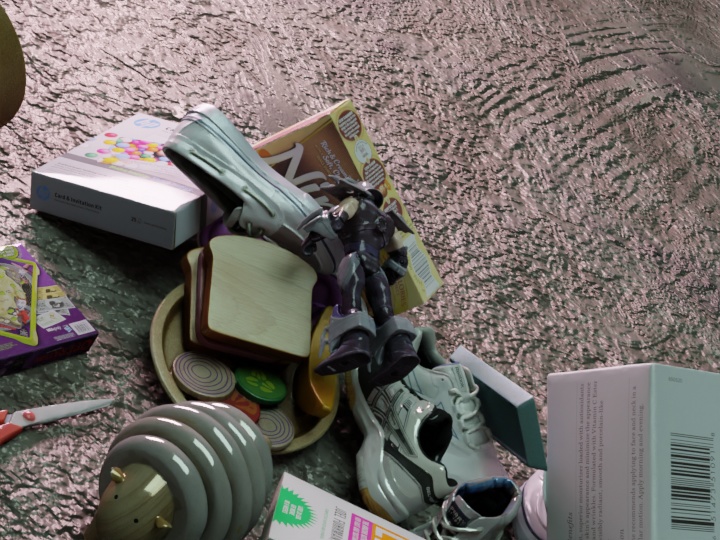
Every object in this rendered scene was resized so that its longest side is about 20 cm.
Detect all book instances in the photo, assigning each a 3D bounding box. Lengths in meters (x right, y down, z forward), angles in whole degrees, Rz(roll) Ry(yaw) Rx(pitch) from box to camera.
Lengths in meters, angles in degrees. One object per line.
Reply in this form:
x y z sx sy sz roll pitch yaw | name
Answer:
0.017 0.236 1.495 0.199 0.048 0.134 26 17 -4 | book

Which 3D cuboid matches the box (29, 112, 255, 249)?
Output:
-0.195 -0.088 1.831 0.155 0.042 0.200 16 25 20 | box

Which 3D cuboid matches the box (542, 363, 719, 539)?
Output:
0.274 0.194 1.713 0.199 0.130 0.201 10 77 -41 | box

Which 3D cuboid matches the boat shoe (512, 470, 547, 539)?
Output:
0.196 0.195 1.792 0.073 0.067 0.200 33 31 2 | boat shoe

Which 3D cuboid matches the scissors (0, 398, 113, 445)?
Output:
-0.278 0.115 1.542 0.073 0.014 0.200 39 33 14 | scissors

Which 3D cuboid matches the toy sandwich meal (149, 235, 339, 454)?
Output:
-0.091 0.065 1.692 0.203 0.070 0.207 19 46 -20 | toy sandwich meal

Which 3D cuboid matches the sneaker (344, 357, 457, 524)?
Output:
0.041 0.135 1.711 0.076 0.087 0.201 54 19 -45 | sneaker

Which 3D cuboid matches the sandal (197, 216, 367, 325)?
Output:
-0.083 0.012 1.801 0.202 0.083 0.050 33 9 25 | sandal

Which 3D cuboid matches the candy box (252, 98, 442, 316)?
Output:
-0.019 -0.046 1.828 0.201 0.115 0.055 63 30 -8 | candy box

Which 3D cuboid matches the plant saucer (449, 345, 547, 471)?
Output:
0.123 0.125 1.765 0.019 0.071 0.200 -16 15 -13 | plant saucer

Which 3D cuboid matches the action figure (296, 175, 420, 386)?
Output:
0.000 0.000 1.711 0.129 0.069 0.202 24 49 -35 | action figure

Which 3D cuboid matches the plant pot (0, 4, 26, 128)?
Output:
-0.420 -0.154 1.663 0.186 0.187 0.200 35 44 6 | plant pot

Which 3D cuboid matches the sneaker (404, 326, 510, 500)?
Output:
0.078 0.136 1.765 0.074 0.087 0.200 -5 47 -47 | sneaker

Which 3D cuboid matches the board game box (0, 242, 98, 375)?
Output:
-0.324 0.038 1.599 0.120 0.032 0.199 50 34 19 | board game box

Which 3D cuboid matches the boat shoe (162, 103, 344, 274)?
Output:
-0.100 -0.058 1.756 0.200 0.074 0.067 44 62 -2 | boat shoe

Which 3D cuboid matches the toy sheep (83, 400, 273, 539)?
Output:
-0.133 0.164 1.487 0.138 0.138 0.200 39 31 13 | toy sheep

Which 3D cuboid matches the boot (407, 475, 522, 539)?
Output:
0.059 0.225 1.610 0.074 0.096 0.199 43 32 18 | boot
